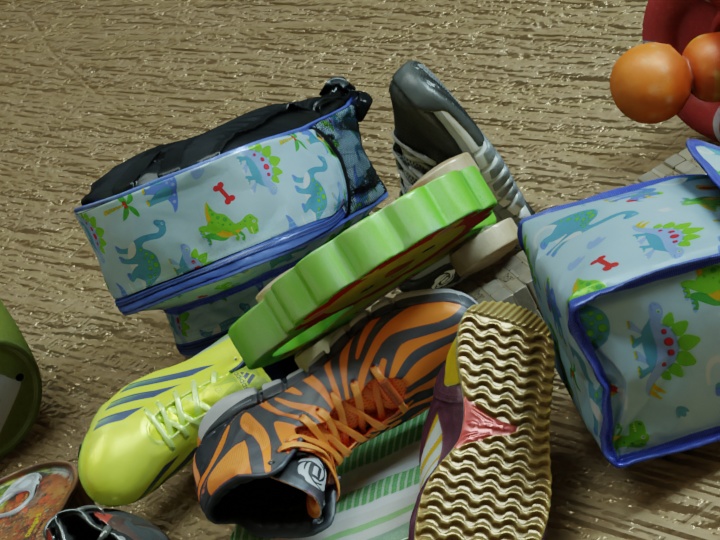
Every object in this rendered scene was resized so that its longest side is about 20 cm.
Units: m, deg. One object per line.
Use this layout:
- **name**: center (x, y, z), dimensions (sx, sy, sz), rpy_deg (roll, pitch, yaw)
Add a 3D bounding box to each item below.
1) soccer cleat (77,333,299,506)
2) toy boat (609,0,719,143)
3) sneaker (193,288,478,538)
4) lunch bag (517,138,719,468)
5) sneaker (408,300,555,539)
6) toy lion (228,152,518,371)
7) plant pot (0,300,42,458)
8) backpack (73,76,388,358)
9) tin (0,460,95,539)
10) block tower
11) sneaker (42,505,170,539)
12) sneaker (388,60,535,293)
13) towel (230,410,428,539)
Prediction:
- **soccer cleat**: center (-0.098, 0.083, 1.737), dimensions (0.200, 0.065, 0.084), rpy_deg (-33, 10, -40)
- **toy boat**: center (0.220, -0.128, 1.733), dimensions (0.130, 0.131, 0.200), rpy_deg (-12, 18, -10)
- **sneaker**: center (-0.008, 0.094, 1.579), dimensions (0.199, 0.078, 0.112), rpy_deg (-33, 25, 16)
- **lunch bag**: center (0.201, 0.007, 1.499), dimensions (0.199, 0.128, 0.170), rpy_deg (-16, 19, -1)
- **sneaker**: center (0.065, 0.118, 1.490), dimensions (0.075, 0.090, 0.201), rpy_deg (15, 53, 0)
- **toy lion**: center (0.000, 0.000, 1.624), dimensions (0.200, 0.069, 0.192), rpy_deg (-34, -6, 23)
- **plant pot**: center (-0.320, 0.065, 1.980), dimensions (0.187, 0.188, 0.200), rpy_deg (-38, 38, -23)
- **backpack**: center (-0.084, -0.028, 1.862), dimensions (0.182, 0.148, 0.200), rpy_deg (-21, 2, 23)
- **tin**: center (-0.234, 0.192, 1.735), dimensions (0.111, 0.042, 0.200), rpy_deg (-15, 24, 22)
- **block tower**: center (0.146, -0.003, 1.672), dimensions (0.199, 0.054, 0.058), rpy_deg (-30, 21, -5)
- **sneaker**: center (-0.151, 0.165, 1.621), dimensions (0.077, 0.082, 0.200), rpy_deg (-32, 19, -7)
- **sneaker**: center (0.039, -0.042, 1.752), dimensions (0.115, 0.200, 0.075), rpy_deg (-38, 51, 1)
- **towel**: center (-0.012, 0.129, 1.614), dimensions (0.152, 0.023, 0.200), rpy_deg (-23, 21, 14)
